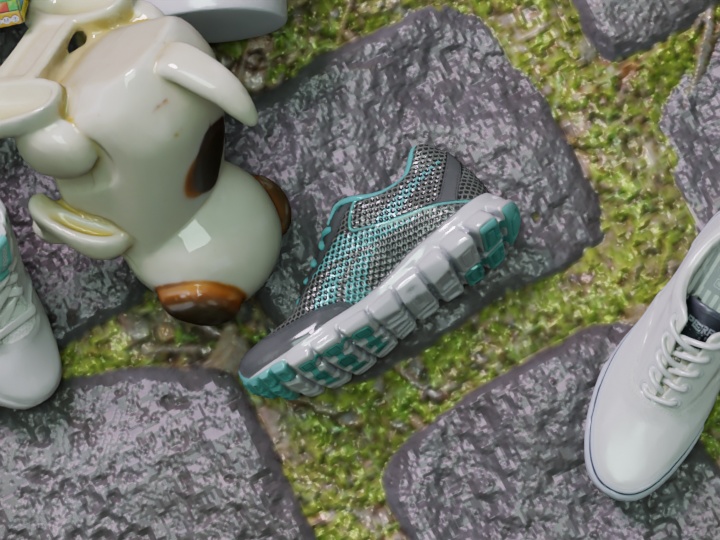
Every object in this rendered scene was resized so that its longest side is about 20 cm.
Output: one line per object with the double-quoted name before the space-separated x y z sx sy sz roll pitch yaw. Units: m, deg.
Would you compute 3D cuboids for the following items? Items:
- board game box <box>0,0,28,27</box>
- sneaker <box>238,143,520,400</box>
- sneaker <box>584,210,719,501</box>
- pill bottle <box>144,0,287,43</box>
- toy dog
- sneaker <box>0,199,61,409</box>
"board game box" -0.300 -0.191 1.408 0.199 0.166 0.057 -10 118 4
"sneaker" 0.000 0.000 1.413 0.200 0.078 0.091 -37 66 -3
"sneaker" 0.193 0.045 1.379 0.073 0.071 0.201 26 87 8
"pill bottle" -0.100 -0.249 1.418 0.113 0.114 0.202 -5 83 5
"toy dog" -0.117 -0.065 1.376 0.193 0.201 0.140 -6 43 27
"sneaker" -0.232 -0.002 1.387 0.075 0.088 0.201 -38 112 -32
